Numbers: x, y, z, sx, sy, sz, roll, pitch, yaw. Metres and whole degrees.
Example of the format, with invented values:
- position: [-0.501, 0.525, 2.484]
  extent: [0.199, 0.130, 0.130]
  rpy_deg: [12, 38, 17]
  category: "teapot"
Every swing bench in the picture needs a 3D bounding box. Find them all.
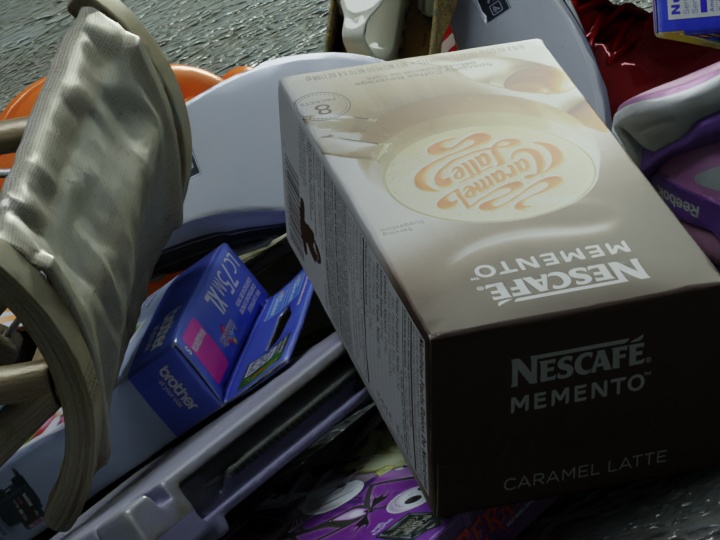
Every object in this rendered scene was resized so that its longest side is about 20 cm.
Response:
- position: [-0.161, 0.017, 1.168]
  extent: [0.200, 0.130, 0.199]
  rpy_deg: [-26, 27, 25]
  category: "swing bench"

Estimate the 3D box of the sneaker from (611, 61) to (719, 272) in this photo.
- position: [0.141, -0.027, 1.203]
  extent: [0.080, 0.089, 0.200]
  rpy_deg: [-25, -5, -3]
  category: "sneaker"

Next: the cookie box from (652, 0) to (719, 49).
- position: [0.246, -0.136, 1.246]
  extent: [0.200, 0.075, 0.171]
  rpy_deg: [-2, -1, 29]
  category: "cookie box"

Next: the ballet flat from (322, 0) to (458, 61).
- position: [0.005, -0.086, 1.363]
  extent: [0.071, 0.200, 0.071]
  rpy_deg: [10, -10, 2]
  category: "ballet flat"

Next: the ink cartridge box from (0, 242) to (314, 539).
- position: [-0.108, 0.057, 1.242]
  extent: [0.200, 0.042, 0.119]
  rpy_deg: [-32, 14, 19]
  category: "ink cartridge box"

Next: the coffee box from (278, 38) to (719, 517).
- position: [0.050, -0.003, 1.091]
  extent: [0.114, 0.080, 0.200]
  rpy_deg: [-11, 33, -14]
  category: "coffee box"

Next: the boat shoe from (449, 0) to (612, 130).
- position: [0.077, -0.106, 1.410]
  extent: [0.072, 0.200, 0.066]
  rpy_deg: [-33, -27, 16]
  category: "boat shoe"

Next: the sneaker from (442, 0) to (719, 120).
- position: [0.102, -0.121, 1.464]
  extent: [0.200, 0.116, 0.078]
  rpy_deg: [-10, 22, 41]
  category: "sneaker"

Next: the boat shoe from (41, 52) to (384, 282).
- position: [-0.058, -0.038, 1.300]
  extent: [0.200, 0.072, 0.068]
  rpy_deg: [-23, -15, 11]
  category: "boat shoe"

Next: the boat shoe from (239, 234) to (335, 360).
- position: [0.000, 0.000, 1.315]
  extent: [0.200, 0.072, 0.065]
  rpy_deg: [-24, 21, 9]
  category: "boat shoe"

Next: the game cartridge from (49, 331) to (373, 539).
- position: [-0.060, 0.081, 1.129]
  extent: [0.130, 0.038, 0.200]
  rpy_deg: [-39, -1, 42]
  category: "game cartridge"

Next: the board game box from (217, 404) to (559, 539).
- position: [0.045, 0.065, 1.127]
  extent: [0.120, 0.032, 0.200]
  rpy_deg: [0, 27, 43]
  category: "board game box"

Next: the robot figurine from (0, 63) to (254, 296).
- position: [-0.114, -0.045, 1.435]
  extent: [0.200, 0.117, 0.144]
  rpy_deg: [6, 75, 61]
  category: "robot figurine"

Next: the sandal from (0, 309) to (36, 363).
- position: [-0.195, 0.044, 1.400]
  extent: [0.079, 0.059, 0.207]
  rpy_deg: [-2, -1, -41]
  category: "sandal"
